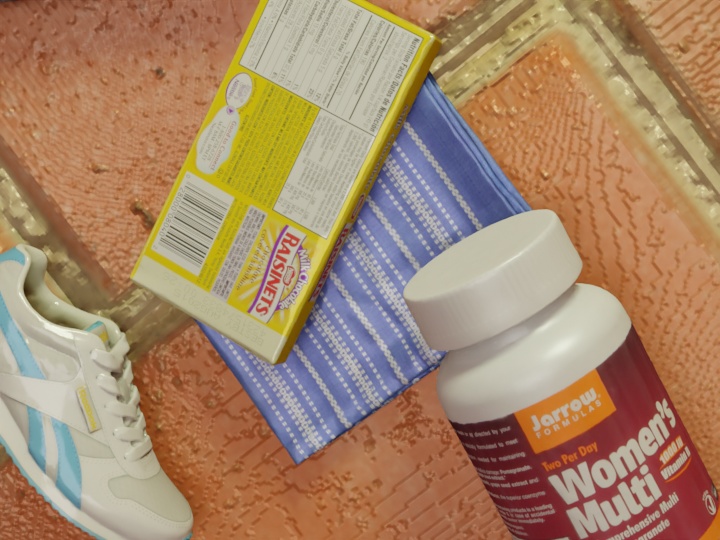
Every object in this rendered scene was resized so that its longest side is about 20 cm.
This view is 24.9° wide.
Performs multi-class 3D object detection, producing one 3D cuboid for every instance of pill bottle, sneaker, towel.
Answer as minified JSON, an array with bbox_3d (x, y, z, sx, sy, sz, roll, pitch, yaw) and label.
[{"bbox_3d":[0.107,0.077,0.855,0.109,0.110,0.201,-26,102,13],"label":"pill bottle"},{"bbox_3d":[-0.160,0.078,0.935,0.081,0.077,0.200,-41,92,11],"label":"sneaker"},{"bbox_3d":[0.000,0.000,0.920,0.199,0.024,0.145,-36,90,13],"label":"towel"}]

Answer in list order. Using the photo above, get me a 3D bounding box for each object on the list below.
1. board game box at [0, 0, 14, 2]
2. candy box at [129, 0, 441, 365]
[{"bbox_3d":[-0.157,-0.224,0.908,0.198,0.034,0.137,-5,98,11],"label":"board game box"},{"bbox_3d":[-0.043,-0.060,0.904,0.102,0.026,0.201,29,99,14],"label":"candy box"}]
